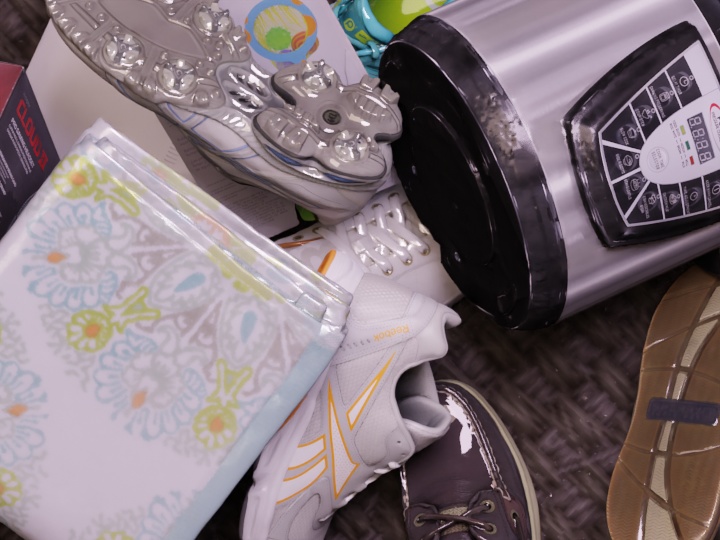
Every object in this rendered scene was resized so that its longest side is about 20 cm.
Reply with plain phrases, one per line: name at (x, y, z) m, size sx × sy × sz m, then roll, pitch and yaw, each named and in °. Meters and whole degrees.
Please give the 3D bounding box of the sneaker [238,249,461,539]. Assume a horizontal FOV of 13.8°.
sneaker at (-0.004, 0.091, 1.567) m, size 0.092 × 0.076 × 0.201 m, roll 19°, pitch 123°, yaw 7°

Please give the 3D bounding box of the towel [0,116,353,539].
towel at (-0.122, 0.048, 1.494) m, size 0.171 × 0.048 × 0.200 m, roll 36°, pitch 98°, yaw -8°

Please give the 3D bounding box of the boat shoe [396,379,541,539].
boat shoe at (0.060, 0.151, 1.576) m, size 0.073 × 0.065 × 0.201 m, roll -19°, pitch 77°, yaw 11°

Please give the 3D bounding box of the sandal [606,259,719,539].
sandal at (0.184, 0.072, 1.558) m, size 0.080 × 0.054 × 0.201 m, roll 9°, pitch 65°, yaw 29°

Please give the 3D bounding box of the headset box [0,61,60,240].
headset box at (-0.223, -0.009, 1.605) m, size 0.077 × 0.149 × 0.201 m, roll 11°, pitch 57°, yaw 18°

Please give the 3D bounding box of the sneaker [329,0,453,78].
sneaker at (-0.005, -0.125, 1.630) m, size 0.200 × 0.080 × 0.078 m, roll -39°, pitch 75°, yaw 7°

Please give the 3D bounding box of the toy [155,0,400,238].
toy at (-0.061, -0.117, 1.576) m, size 0.115 × 0.047 × 0.201 m, roll -22°, pitch 113°, yaw 16°

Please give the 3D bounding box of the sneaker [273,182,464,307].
sneaker at (0.000, 0.000, 1.608) m, size 0.200 × 0.085 × 0.073 m, roll -36°, pitch 73°, yaw 6°

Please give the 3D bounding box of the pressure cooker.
pressure cooker at (0.129, -0.083, 1.525) m, size 0.199 × 0.176 × 0.179 m, roll -24°, pitch 67°, yaw -17°

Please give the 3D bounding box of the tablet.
tablet at (-0.116, -0.134, 1.696) m, size 0.130 × 0.014 × 0.201 m, roll 24°, pitch 88°, yaw 17°

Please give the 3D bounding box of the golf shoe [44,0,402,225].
golf shoe at (-0.079, -0.084, 1.529) m, size 0.199 × 0.097 × 0.078 m, roll 31°, pitch 56°, yaw 6°
